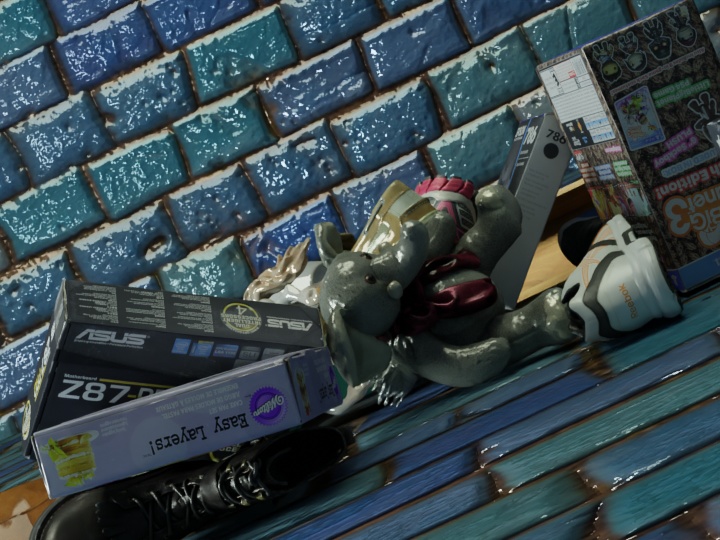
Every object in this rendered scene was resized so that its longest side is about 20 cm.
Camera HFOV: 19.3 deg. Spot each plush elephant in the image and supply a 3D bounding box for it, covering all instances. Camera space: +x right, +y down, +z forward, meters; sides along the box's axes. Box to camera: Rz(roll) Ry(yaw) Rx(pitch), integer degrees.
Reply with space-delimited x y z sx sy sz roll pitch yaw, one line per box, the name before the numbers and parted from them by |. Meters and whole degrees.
plush elephant | 0.038 0.017 1.635 0.200 0.165 0.154 -40 -44 24

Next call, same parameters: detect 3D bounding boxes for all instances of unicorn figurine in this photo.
unicorn figurine | -0.060 0.084 1.748 0.137 0.074 0.201 -27 46 27

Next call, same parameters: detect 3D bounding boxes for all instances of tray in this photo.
tray | 0.202 -0.030 1.844 0.199 0.099 0.037 -25 -39 -3

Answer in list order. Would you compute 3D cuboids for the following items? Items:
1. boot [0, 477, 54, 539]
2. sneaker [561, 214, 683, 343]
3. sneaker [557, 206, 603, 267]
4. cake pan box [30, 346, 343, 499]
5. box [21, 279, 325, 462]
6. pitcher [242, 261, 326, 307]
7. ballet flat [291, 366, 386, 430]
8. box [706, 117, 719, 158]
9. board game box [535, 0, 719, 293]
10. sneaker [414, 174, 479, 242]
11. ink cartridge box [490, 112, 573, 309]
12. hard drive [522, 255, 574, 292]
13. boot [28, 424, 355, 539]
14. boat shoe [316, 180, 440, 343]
boot | -0.254 0.179 1.791 0.199 0.069 0.189 -27 42 4
sneaker | 0.180 0.009 1.568 0.080 0.074 0.200 -27 3 3
sneaker | 0.255 -0.055 1.782 0.199 0.077 0.076 -18 -42 -11
cake pan box | -0.115 0.102 1.476 0.183 0.053 0.200 -15 -1 6
box | -0.143 0.084 1.598 0.199 0.049 0.162 7 -46 -19
pitcher | -0.089 0.090 2.054 0.200 0.121 0.172 -38 16 33
ballet flat | -0.043 0.111 1.805 0.199 0.070 0.069 -20 4 13
box | 0.361 -0.091 1.394 0.199 0.118 0.197 -24 3 -5
board game box | 0.233 -0.093 1.649 0.096 0.201 0.159 -24 4 -7
sneaker | 0.067 0.002 1.942 0.080 0.201 0.075 4 52 6
ink cartridge box | 0.138 -0.067 1.766 0.099 0.039 0.201 175 117 -82
hard drive | 0.174 0.004 1.952 0.134 0.043 0.200 -26 3 -3
boot | -0.119 0.157 1.481 0.174 0.070 0.199 -23 2 45
boat shoe | 0.000 0.000 1.794 0.200 0.076 0.072 -50 -11 34
